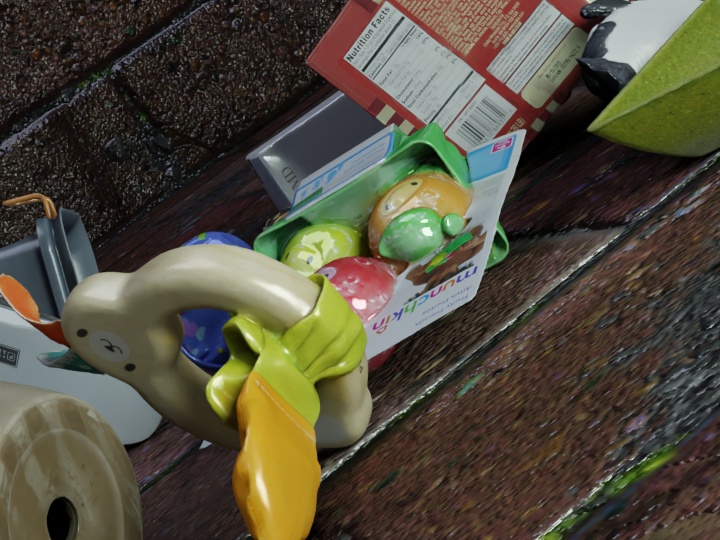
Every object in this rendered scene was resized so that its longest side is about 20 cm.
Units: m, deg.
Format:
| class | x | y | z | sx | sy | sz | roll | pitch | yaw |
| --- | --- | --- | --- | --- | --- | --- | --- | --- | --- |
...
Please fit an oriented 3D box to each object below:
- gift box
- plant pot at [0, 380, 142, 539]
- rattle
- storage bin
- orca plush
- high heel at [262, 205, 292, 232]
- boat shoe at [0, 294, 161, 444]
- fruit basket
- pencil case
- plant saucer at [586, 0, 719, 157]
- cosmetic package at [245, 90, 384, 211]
| class | x | y | z | sx | sy | sz | roll | pitch | yaw |
| --- | --- | --- | --- | --- | --- | --- | --- | --- | --- |
| gift box | 0.091 | -0.171 | 1.213 | 0.185 | 0.200 | 0.187 | -46 | 7 | 26 |
| plant pot | -0.205 | 0.128 | 0.805 | 0.172 | 0.201 | 0.200 | -9 | 21 | 27 |
| rattle | -0.102 | 0.067 | 0.794 | 0.198 | 0.130 | 0.144 | 7 | 62 | 14 |
| storage bin | -0.269 | 0.024 | 1.300 | 0.133 | 0.147 | 0.200 | -16 | 2 | -5 |
| orca plush | 0.177 | -0.112 | 1.043 | 0.104 | 0.072 | 0.200 | 12 | 25 | 6 |
| high heel | 0.003 | -0.048 | 1.209 | 0.142 | 0.071 | 0.200 | -42 | 1 | -4 |
| boat shoe | -0.221 | 0.056 | 1.170 | 0.057 | 0.199 | 0.069 | -51 | -16 | -71 |
| fruit basket | 0.000 | 0.000 | 0.939 | 0.185 | 0.094 | 0.200 | -30 | 14 | 27 |
| pencil case | -0.106 | 0.018 | 1.234 | 0.078 | 0.087 | 0.200 | -56 | 8 | 2 |
| plant saucer | 0.241 | -0.133 | 0.892 | 0.199 | 0.048 | 0.200 | -26 | 13 | 42 |
| cosmetic package | 0.017 | -0.109 | 1.392 | 0.200 | 0.102 | 0.074 | -37 | 9 | -10 |
